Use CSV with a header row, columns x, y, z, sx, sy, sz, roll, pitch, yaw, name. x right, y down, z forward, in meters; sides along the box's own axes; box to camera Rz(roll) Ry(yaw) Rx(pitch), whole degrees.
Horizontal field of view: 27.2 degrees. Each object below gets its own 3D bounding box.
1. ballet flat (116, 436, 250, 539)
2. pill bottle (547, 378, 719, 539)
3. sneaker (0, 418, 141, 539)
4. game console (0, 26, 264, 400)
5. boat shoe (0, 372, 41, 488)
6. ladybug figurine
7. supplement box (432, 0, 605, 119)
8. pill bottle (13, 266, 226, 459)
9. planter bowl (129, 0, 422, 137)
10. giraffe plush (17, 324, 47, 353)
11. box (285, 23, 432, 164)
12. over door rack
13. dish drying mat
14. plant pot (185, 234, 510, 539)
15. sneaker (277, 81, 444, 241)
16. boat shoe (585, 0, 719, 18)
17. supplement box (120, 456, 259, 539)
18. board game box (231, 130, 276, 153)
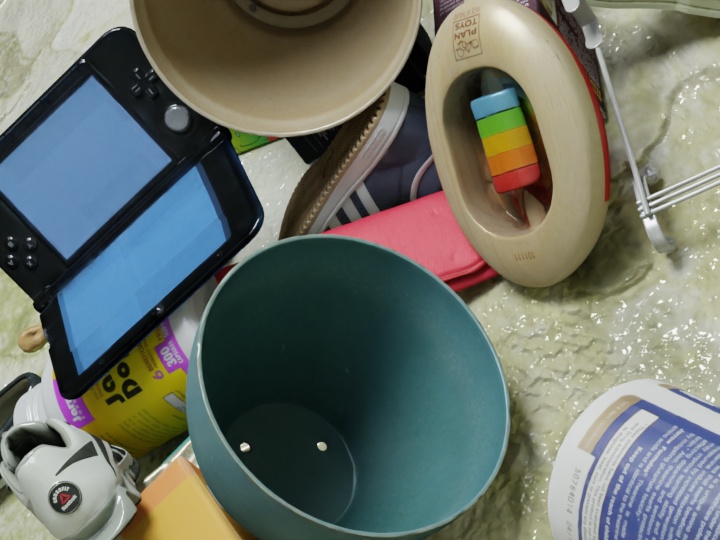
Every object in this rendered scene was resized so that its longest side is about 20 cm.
x,y,z,sx,sy,sz,roll,pitch,yaw,name
-0.131,0.169,1.037,0.200,0.067,0.062,-44,56,0,ballet flat
0.196,0.136,0.736,0.111,0.111,0.200,-51,38,-11,pill bottle
-0.199,0.131,0.997,0.074,0.089,0.200,-46,9,-12,sneaker
-0.187,-0.043,1.055,0.200,0.171,0.118,-42,10,11,game console
-0.321,0.159,1.215,0.200,0.060,0.076,-43,37,-1,boat shoe
0.111,-0.091,0.998,0.072,0.201,0.135,-18,7,-42,ladybug figurine
0.116,-0.197,1.131,0.085,0.110,0.201,-24,41,23,supplement box
-0.165,0.080,1.108,0.200,0.104,0.105,-32,38,27,pill bottle
-0.055,-0.211,1.062,0.200,0.201,0.135,-31,19,15,planter bowl
-0.212,-0.010,1.236,0.162,0.172,0.201,-24,75,39,giraffe plush
-0.045,-0.206,1.208,0.141,0.200,0.079,-30,37,15,box
0.234,-0.122,0.976,0.147,0.067,0.201,-25,61,21,over door rack
0.000,0.000,1.049,0.199,0.018,0.077,-19,64,-1,dish drying mat
-0.025,0.097,0.932,0.135,0.199,0.201,126,162,-51,plant pot
0.017,-0.053,1.126,0.200,0.108,0.070,-51,27,44,sneaker
0.194,-0.230,1.061,0.198,0.075,0.066,7,28,-4,boat shoe
-0.077,0.207,0.925,0.067,0.069,0.200,-43,44,-1,supplement box
-0.145,-0.145,1.365,0.199,0.048,0.102,-18,44,29,board game box
